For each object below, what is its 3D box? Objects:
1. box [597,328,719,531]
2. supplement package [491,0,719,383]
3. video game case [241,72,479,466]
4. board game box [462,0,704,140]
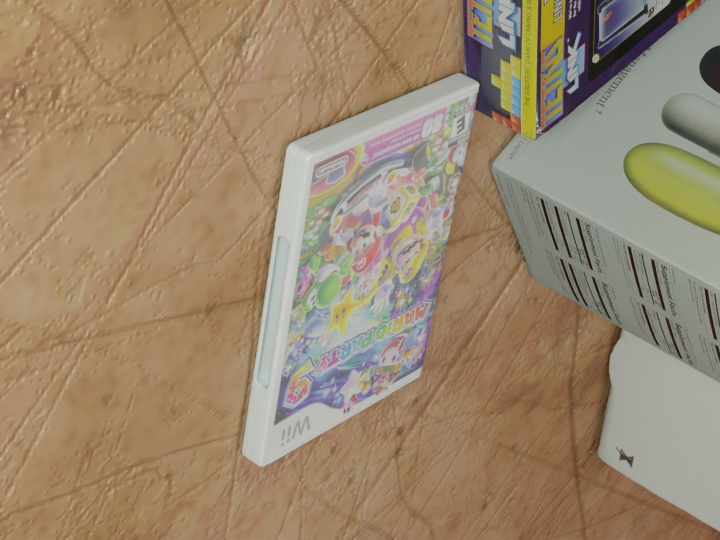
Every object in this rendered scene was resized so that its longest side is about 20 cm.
[{"bbox_3d":[0.297,0.083,1.405,0.131,0.200,0.199,-33,142,-38],"label":"box"},{"bbox_3d":[0.224,-0.054,1.172,0.191,0.200,0.147,-52,150,-14],"label":"supplement package"},{"bbox_3d":[0.000,0.000,1.066,0.143,0.018,0.200,-27,138,-44],"label":"video game case"},{"bbox_3d":[0.126,-0.195,1.042,0.165,0.057,0.200,-38,144,-29],"label":"board game box"}]
